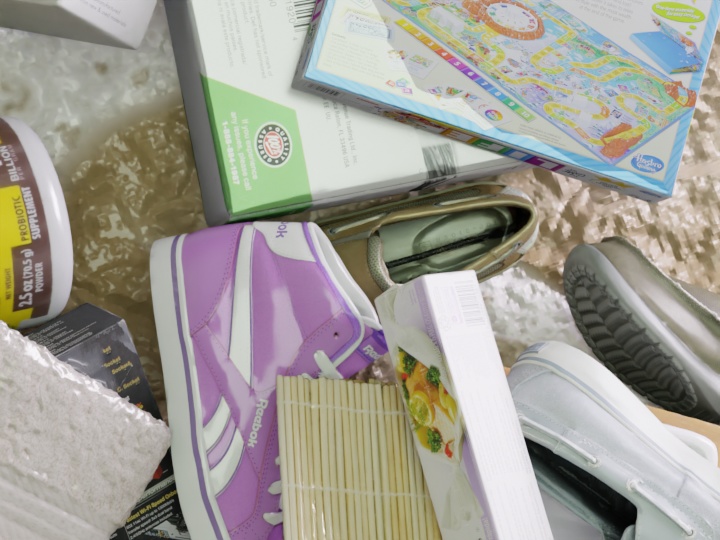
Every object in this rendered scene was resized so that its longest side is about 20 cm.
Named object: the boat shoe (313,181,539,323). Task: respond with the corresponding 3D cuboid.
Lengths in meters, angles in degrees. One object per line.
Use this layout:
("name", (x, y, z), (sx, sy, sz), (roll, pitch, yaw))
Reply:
("boat shoe", (0.000, 0.000, 1.442), (0.200, 0.076, 0.072), (-26, 91, -10))

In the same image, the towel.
("towel", (-0.191, 0.086, 1.304), (0.200, 0.034, 0.133), (34, 82, -31))

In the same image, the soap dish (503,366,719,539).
("soap dish", (0.095, 0.161, 1.444), (0.157, 0.081, 0.200), (15, 83, -8))

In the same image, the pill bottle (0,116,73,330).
("pill bottle", (-0.251, -0.007, 1.366), (0.200, 0.109, 0.110), (-13, 88, -23))

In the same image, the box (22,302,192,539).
("box", (-0.183, 0.131, 1.367), (0.200, 0.050, 0.158), (-30, 114, -23))

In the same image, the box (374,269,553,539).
("box", (0.057, 0.099, 1.334), (0.041, 0.039, 0.200), (-7, 76, -43))

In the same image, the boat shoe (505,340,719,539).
("boat shoe", (0.142, 0.124, 1.373), (0.201, 0.070, 0.072), (41, 63, 2))

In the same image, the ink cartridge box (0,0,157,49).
("ink cartridge box", (-0.139, -0.222, 1.409), (0.067, 0.116, 0.200), (27, 79, -49))

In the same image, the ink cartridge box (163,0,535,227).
("ink cartridge box", (0.008, -0.111, 1.446), (0.200, 0.084, 0.146), (-10, 88, -11))

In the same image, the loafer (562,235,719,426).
("loafer", (0.192, 0.047, 1.480), (0.200, 0.075, 0.070), (43, 69, -9))

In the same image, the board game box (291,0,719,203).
("board game box", (0.079, -0.128, 1.400), (0.200, 0.034, 0.135), (18, 82, -9))

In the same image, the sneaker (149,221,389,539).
("sneaker", (-0.036, 0.074, 1.385), (0.114, 0.073, 0.201), (-9, 93, 10))

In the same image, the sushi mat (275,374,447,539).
("sushi mat", (0.009, 0.146, 1.327), (0.095, 0.012, 0.200), (3, 68, -17))
